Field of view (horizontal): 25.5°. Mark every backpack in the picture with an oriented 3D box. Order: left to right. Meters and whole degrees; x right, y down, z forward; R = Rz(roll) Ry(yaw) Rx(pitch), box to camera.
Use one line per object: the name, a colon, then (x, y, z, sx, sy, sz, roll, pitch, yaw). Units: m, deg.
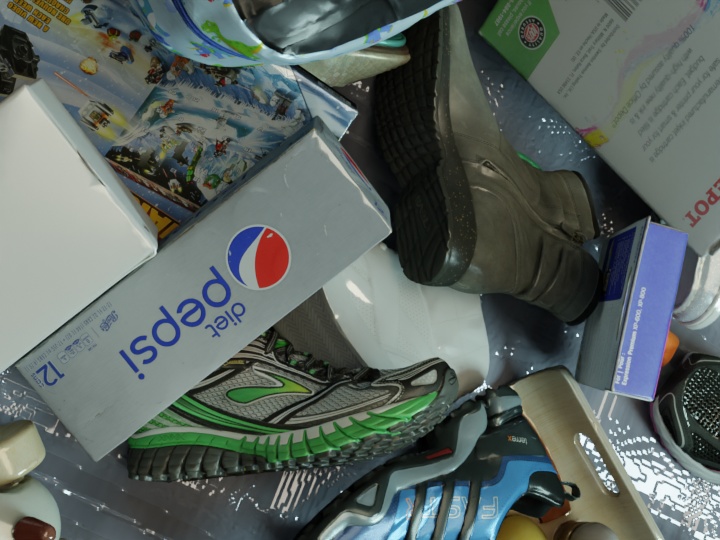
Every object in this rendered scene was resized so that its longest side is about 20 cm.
backpack: (-0.027, -0.178, 0.795, 0.200, 0.152, 0.165, -48, 128, -44)

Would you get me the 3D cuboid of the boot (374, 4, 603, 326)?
boot: (0.081, -0.065, 0.970, 0.129, 0.068, 0.202, 13, 60, -33)

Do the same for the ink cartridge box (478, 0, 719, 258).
ink cartridge box: (0.189, -0.130, 0.937, 0.200, 0.146, 0.087, 48, 49, 11)

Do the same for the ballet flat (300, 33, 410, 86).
ballet flat: (-0.069, -0.131, 0.930, 0.198, 0.068, 0.063, 12, 110, -19)

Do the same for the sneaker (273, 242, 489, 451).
sneaker: (0.000, 0.000, 0.951, 0.115, 0.073, 0.202, -26, 87, -43)

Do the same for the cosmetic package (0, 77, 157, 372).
cosmetic package: (-0.210, 0.005, 0.808, 0.199, 0.085, 0.108, -37, 101, -1)

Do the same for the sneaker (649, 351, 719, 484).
sneaker: (0.285, 0.122, 1.054, 0.199, 0.086, 0.081, 35, 74, -18)

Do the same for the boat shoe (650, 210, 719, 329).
boat shoe: (0.212, -0.064, 1.039, 0.064, 0.074, 0.205, 9, 81, -17)

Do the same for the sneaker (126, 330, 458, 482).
sneaker: (-0.043, 0.067, 0.872, 0.198, 0.078, 0.086, -7, 82, 19)

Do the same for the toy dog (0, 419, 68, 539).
toy dog: (-0.228, 0.161, 0.823, 0.200, 0.096, 0.132, -46, 105, -18)

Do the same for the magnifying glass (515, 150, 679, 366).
magnifying glass: (0.129, -0.004, 1.027, 0.199, 0.022, 0.080, 37, 74, -16)

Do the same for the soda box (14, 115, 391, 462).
soda box: (-0.080, 0.009, 0.831, 0.199, 0.063, 0.068, -38, 100, 7)

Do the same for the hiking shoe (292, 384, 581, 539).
hiking shoe: (0.033, 0.148, 0.904, 0.199, 0.074, 0.087, -34, 82, -19)

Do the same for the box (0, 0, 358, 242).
box: (-0.119, -0.086, 0.863, 0.199, 0.040, 0.138, 34, 99, -7)

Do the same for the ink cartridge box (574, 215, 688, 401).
ink cartridge box: (0.156, 0.024, 0.924, 0.037, 0.200, 0.096, 12, 88, 5)

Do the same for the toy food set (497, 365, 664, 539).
toy food set: (0.084, 0.174, 0.979, 0.199, 0.060, 0.144, -36, 102, -21)
